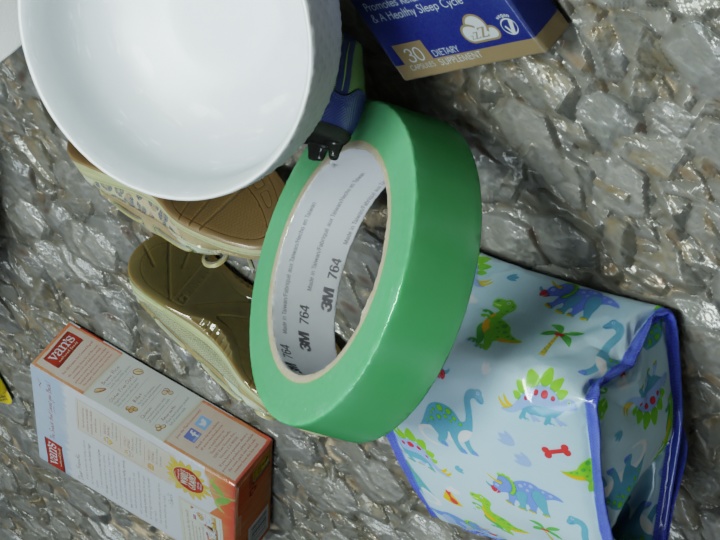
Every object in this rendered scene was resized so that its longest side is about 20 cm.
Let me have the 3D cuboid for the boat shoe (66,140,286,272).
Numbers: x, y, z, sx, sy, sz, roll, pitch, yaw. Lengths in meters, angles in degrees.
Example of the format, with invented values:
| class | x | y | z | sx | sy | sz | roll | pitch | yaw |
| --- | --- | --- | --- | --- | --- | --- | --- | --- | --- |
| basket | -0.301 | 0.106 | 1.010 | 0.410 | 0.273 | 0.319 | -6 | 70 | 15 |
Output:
| class | x | y | z | sx | sy | sz | roll | pitch | yaw |
| --- | --- | --- | --- | --- | --- | --- | --- | --- | --- |
| boat shoe | -0.112 | -0.051 | 1.636 | 0.200 | 0.073 | 0.063 | 29 | 155 | 38 |

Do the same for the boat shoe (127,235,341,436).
| class | x | y | z | sx | sy | sz | roll | pitch | yaw |
| --- | --- | --- | --- | --- | --- | --- | --- | --- | --- |
| boat shoe | -0.083 | 0.053 | 1.731 | 0.200 | 0.073 | 0.063 | 34 | 156 | 15 |

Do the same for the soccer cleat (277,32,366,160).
| class | x | y | z | sx | sy | sz | roll | pitch | yaw |
| --- | --- | --- | --- | --- | --- | --- | --- | --- | --- |
| soccer cleat | -0.052 | -0.115 | 1.500 | 0.065 | 0.084 | 0.200 | 17 | 178 | -28 |

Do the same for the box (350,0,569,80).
| class | x | y | z | sx | sy | sz | roll | pitch | yaw |
| --- | --- | --- | --- | --- | --- | --- | --- | --- | --- |
| box | 0.017 | -0.197 | 1.342 | 0.121 | 0.032 | 0.200 | -6 | 125 | 51 |

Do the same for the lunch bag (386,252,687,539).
| class | x | y | z | sx | sy | sz | roll | pitch | yaw |
| --- | --- | --- | --- | --- | --- | --- | --- | --- | --- |
| lunch bag | 0.110 | 0.102 | 1.530 | 0.170 | 0.127 | 0.201 | 18 | 133 | 32 |

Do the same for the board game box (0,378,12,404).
| class | x | y | z | sx | sy | sz | roll | pitch | yaw |
| --- | --- | --- | --- | --- | --- | --- | --- | --- | --- |
| board game box | -0.371 | 0.040 | 2.064 | 0.095 | 0.030 | 0.200 | 11 | 141 | 39 |

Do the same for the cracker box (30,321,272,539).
| class | x | y | z | sx | sy | sz | roll | pitch | yaw |
| --- | --- | --- | --- | --- | --- | --- | --- | --- | --- |
| cracker box | -0.166 | 0.141 | 1.940 | 0.200 | 0.058 | 0.134 | 28 | 146 | 17 |

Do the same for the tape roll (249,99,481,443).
| class | x | y | z | sx | sy | sz | roll | pitch | yaw |
| --- | --- | --- | --- | --- | --- | --- | --- | --- | --- |
| tape roll | 0.000 | 0.000 | 1.453 | 0.048 | 0.201 | 0.200 | 17 | 158 | -25 |

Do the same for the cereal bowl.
| class | x | y | z | sx | sy | sz | roll | pitch | yaw |
| --- | --- | --- | --- | --- | --- | --- | --- | --- | --- |
| cereal bowl | -0.093 | -0.145 | 1.393 | 0.199 | 0.083 | 0.201 | 10 | 111 | 27 |

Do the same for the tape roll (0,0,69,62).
| class | x | y | z | sx | sy | sz | roll | pitch | yaw |
| --- | --- | --- | --- | --- | --- | --- | --- | --- | --- |
| tape roll | -0.275 | -0.196 | 1.492 | 0.202 | 0.203 | 0.139 | -10 | 124 | 52 |
